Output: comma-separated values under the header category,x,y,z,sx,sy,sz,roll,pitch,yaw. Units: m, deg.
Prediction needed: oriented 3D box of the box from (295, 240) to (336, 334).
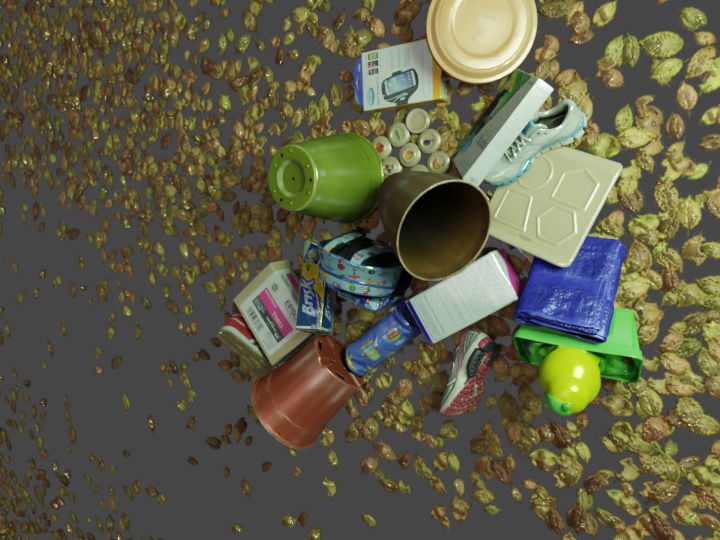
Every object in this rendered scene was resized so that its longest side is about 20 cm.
category,x,y,z,sx,sy,sz,roll,pitch,yaw
box,-0.094,0.039,1.130,0.064,0.070,0.202,0,76,20

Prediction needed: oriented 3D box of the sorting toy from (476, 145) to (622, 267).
category,x,y,z,sx,sy,sz,roll,pitch,yaw
sorting toy,0.330,-0.125,0.897,0.185,0.036,0.201,30,93,34

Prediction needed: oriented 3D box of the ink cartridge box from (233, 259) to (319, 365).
category,x,y,z,sx,sy,sz,roll,pitch,yaw
ink cartridge box,-0.196,0.102,1.234,0.165,0.075,0.201,-42,76,28

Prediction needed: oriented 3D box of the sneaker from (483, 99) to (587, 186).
category,x,y,z,sx,sy,sz,roll,pitch,yaw
sneaker,0.288,-0.228,0.879,0.200,0.086,0.075,-36,62,20

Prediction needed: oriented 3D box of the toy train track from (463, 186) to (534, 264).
category,x,y,z,sx,sy,sz,roll,pitch,yaw
toy train track,0.275,-0.086,0.968,0.115,0.033,0.200,-42,82,5

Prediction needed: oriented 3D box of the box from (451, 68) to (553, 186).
category,x,y,z,sx,sy,sz,roll,pitch,yaw
box,0.244,-0.257,0.904,0.036,0.145,0.200,31,114,-14

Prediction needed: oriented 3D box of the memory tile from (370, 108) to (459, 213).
category,x,y,z,sx,sy,sz,roll,pitch,yaw
memory tile,0.112,-0.218,1.052,0.153,0.017,0.201,-28,82,29

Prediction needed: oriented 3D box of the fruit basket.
category,x,y,z,sx,sy,sz,roll,pitch,yaw
fruit basket,0.361,0.159,0.853,0.214,0.156,0.217,-12,57,19

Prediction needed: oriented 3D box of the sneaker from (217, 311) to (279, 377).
category,x,y,z,sx,sy,sz,roll,pitch,yaw
sneaker,-0.267,0.189,1.299,0.071,0.113,0.200,-32,110,26

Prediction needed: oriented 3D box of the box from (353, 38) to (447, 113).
category,x,y,z,sx,sy,sz,roll,pitch,yaw
box,0.078,-0.395,1.036,0.199,0.041,0.120,2,98,32

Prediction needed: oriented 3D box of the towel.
category,x,y,z,sx,sy,sz,roll,pitch,yaw
towel,0.357,0.017,0.854,0.147,0.201,0.050,14,147,26

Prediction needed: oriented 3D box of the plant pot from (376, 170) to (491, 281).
category,x,y,z,sx,sy,sz,roll,pitch,yaw
plant pot,0.111,-0.109,0.949,0.200,0.186,0.188,51,123,55

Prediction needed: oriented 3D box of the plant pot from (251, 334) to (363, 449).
category,x,y,z,sx,sy,sz,roll,pitch,yaw
plant pot,-0.108,0.262,1.150,0.195,0.201,0.201,-45,75,17

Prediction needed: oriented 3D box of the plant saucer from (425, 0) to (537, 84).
category,x,y,z,sx,sy,sz,roll,pitch,yaw
plant saucer,0.217,-0.442,0.908,0.199,0.032,0.202,1,100,4

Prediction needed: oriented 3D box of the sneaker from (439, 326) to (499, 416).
category,x,y,z,sx,sy,sz,roll,pitch,yaw
sneaker,0.211,0.210,1.026,0.075,0.080,0.201,44,118,49

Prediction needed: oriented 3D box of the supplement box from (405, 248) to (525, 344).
category,x,y,z,sx,sy,sz,roll,pitch,yaw
supplement box,0.207,0.050,0.984,0.200,0.101,0.104,-35,80,29

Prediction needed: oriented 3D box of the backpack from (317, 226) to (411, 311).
category,x,y,z,sx,sy,sz,roll,pitch,yaw
backpack,0.000,0.000,1.038,0.182,0.200,0.135,24,107,24

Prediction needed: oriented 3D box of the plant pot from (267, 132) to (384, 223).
category,x,y,z,sx,sy,sz,roll,pitch,yaw
plant pot,-0.083,-0.193,1.055,0.199,0.192,0.202,6,101,33

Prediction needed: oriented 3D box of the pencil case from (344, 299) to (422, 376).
category,x,y,z,sx,sy,sz,roll,pitch,yaw
pencil case,0.049,0.148,1.098,0.087,0.078,0.200,41,117,-14
